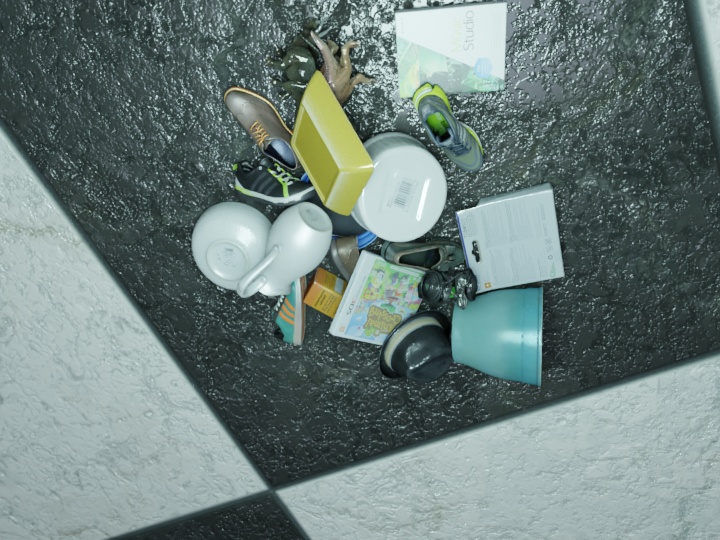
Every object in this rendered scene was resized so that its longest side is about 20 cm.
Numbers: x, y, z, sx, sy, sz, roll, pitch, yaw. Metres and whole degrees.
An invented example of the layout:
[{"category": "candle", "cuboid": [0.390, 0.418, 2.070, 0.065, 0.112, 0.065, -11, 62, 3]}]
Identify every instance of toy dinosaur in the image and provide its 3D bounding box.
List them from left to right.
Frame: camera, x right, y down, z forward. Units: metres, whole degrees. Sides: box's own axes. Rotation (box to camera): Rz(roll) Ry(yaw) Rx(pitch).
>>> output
[{"category": "toy dinosaur", "cuboid": [-0.114, -0.357, 1.060, 0.099, 0.077, 0.206, 10, 116, 16]}, {"category": "toy dinosaur", "cuboid": [-0.047, -0.326, 1.028, 0.084, 0.200, 0.138, 23, 80, 20]}]

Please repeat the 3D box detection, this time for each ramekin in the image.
[{"category": "ramekin", "cuboid": [0.071, -0.154, 1.102, 0.194, 0.098, 0.206, -5, 111, -12]}]

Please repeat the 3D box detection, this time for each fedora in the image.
[{"category": "fedora", "cuboid": [0.139, 0.185, 1.264, 0.196, 0.092, 0.205, -20, 130, -25]}]

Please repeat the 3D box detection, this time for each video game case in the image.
[{"category": "video game case", "cuboid": [0.047, 0.068, 1.220, 0.196, 0.022, 0.186, 16, 103, -38]}]

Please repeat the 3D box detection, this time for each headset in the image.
[{"category": "headset", "cuboid": [0.184, 0.045, 1.167, 0.119, 0.200, 0.097, -3, 78, -5]}]

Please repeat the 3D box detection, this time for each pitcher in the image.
[{"category": "pitcher", "cuboid": [-0.152, -0.030, 1.134, 0.122, 0.171, 0.201, 46, 123, 10]}]

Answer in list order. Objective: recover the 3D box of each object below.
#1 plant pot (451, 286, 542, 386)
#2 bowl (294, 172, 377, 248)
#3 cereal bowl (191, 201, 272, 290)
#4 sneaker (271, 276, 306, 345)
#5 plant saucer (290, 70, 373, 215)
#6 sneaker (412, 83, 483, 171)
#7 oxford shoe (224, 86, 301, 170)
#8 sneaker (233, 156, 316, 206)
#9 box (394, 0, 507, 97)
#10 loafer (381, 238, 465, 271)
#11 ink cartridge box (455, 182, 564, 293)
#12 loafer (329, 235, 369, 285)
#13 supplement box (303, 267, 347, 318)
[{"category": "plant pot", "cuboid": [0.291, 0.135, 1.221, 0.182, 0.201, 0.205, 1, 120, 17]}, {"category": "bowl", "cuboid": [-0.038, -0.139, 1.191, 0.194, 0.040, 0.206, 3, 118, 5]}, {"category": "cereal bowl", "cuboid": [-0.278, -0.040, 1.248, 0.194, 0.084, 0.205, 3, 120, 6]}, {"category": "sneaker", "cuboid": [-0.166, 0.080, 1.307, 0.077, 0.072, 0.205, 7, 118, 3]}, {"category": "plant saucer", "cuboid": [-0.066, -0.213, 1.031, 0.048, 0.200, 0.203, -25, 80, -21]}, {"category": "sneaker", "cuboid": [0.164, -0.247, 1.069, 0.073, 0.082, 0.199, -30, 126, 30]}, {"category": "oxford shoe", "cuboid": [-0.185, -0.275, 1.113, 0.198, 0.073, 0.071, 39, 117, -14]}, {"category": "sneaker", "cuboid": [-0.179, -0.182, 1.141, 0.195, 0.072, 0.085, 9, 116, 26]}, {"category": "box", "cuboid": [0.161, -0.394, 1.030, 0.194, 0.037, 0.148, -2, 119, 9]}, {"category": "loafer", "cuboid": [0.137, -0.024, 1.175, 0.195, 0.063, 0.074, 2, 112, -26]}, {"category": "ink cartridge box", "cuboid": [0.310, -0.062, 1.191, 0.194, 0.041, 0.204, -11, 116, 14]}, {"category": "loafer", "cuboid": [0.000, 0.000, 1.213, 0.069, 0.075, 0.201, -19, 143, 11]}, {"category": "supplement box", "cuboid": [-0.027, 0.076, 1.292, 0.196, 0.069, 0.067, 27, 120, -12]}]
